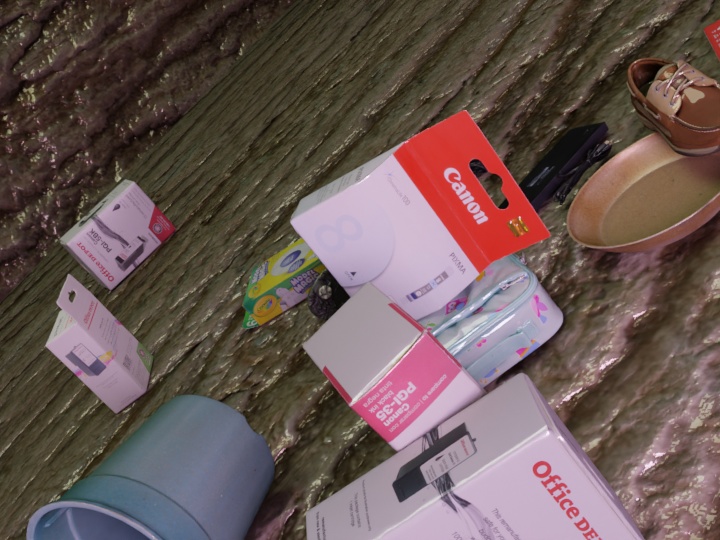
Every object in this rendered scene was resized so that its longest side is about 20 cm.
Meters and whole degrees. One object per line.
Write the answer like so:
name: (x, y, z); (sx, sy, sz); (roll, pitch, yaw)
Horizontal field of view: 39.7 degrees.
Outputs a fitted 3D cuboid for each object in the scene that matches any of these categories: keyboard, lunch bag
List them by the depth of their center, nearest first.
lunch bag: (0.101, 0.059, 1.020); (0.200, 0.077, 0.160); (-39, 22, 2)
keyboard: (0.235, -0.109, 1.209); (0.200, 0.021, 0.127); (-47, 18, -16)

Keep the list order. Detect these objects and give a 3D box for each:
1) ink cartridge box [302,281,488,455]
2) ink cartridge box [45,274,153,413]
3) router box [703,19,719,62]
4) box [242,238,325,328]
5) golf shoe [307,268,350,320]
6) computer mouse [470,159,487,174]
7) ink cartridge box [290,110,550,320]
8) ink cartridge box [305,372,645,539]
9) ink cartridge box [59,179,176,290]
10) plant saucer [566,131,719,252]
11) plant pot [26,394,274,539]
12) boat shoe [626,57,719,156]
ink cartridge box: (0.062, 0.119, 0.812); (0.083, 0.200, 0.146); (-44, 22, -3)
ink cartridge box: (-0.422, 0.114, 1.571); (0.067, 0.200, 0.117); (-35, 22, 11)
router box: (0.476, -0.254, 1.066); (0.179, 0.049, 0.200); (-30, 24, 23)
box: (-0.099, 0.004, 1.482); (0.200, 0.048, 0.117); (-33, 22, 19)
golf shoe: (0.000, 0.000, 1.313); (0.200, 0.077, 0.088); (-41, 13, -28)
computer mouse: (0.101, -0.122, 1.327); (0.140, 0.046, 0.200); (-26, -10, 27)
ink cartridge box: (0.058, -0.040, 0.963); (0.200, 0.160, 0.047); (-26, 25, 27)
ink cartridge box: (0.082, 0.190, 0.716); (0.200, 0.147, 0.083); (-34, 23, 10)
ink cartridge box: (-0.527, -0.077, 2.169); (0.200, 0.147, 0.083); (-46, 25, -14)
plant saucer: (0.307, -0.080, 1.018); (0.200, 0.035, 0.200); (-33, 24, 16)
plant pot: (-0.193, 0.242, 1.009); (0.200, 0.200, 0.196); (-22, 20, 36)
boat shoe: (0.326, -0.174, 1.023); (0.076, 0.074, 0.200); (-38, 22, 2)
